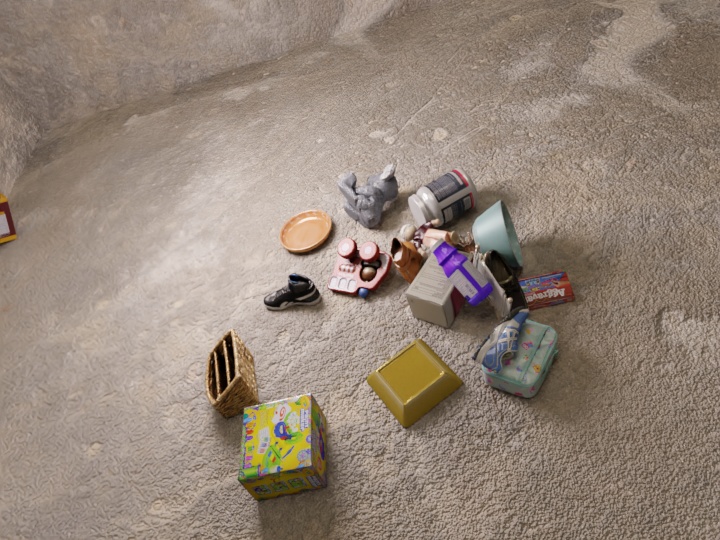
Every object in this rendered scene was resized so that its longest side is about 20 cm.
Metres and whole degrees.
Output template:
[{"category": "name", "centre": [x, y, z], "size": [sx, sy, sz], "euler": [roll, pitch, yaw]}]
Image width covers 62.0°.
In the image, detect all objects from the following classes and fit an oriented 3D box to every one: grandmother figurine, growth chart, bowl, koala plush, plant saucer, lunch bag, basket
[{"category": "grandmother figurine", "centre": [0.198, -0.102, 1.775], "size": [0.198, 0.061, 0.122], "euler": [15, 62, 45]}, {"category": "growth chart", "centre": [0.356, 0.045, 1.635], "size": [0.017, 0.145, 0.202], "euler": [-22, 64, -10]}, {"category": "bowl", "centre": [0.395, -0.094, 1.752], "size": [0.103, 0.202, 0.203], "euler": [-17, 43, 23]}, {"category": "koala plush", "centre": [0.053, -0.265, 2.072], "size": [0.199, 0.179, 0.184], "euler": [-37, 57, -16]}, {"category": "plant saucer", "centre": [0.136, 0.282, 1.593], "size": [0.199, 0.049, 0.200], "euler": [-35, 45, -12]}, {"category": "lunch bag", "centre": [0.410, 0.213, 1.524], "size": [0.158, 0.078, 0.201], "euler": [15, 56, 33]}, {"category": "plant saucer", "centre": [-0.192, -0.135, 2.131], "size": [0.196, 0.038, 0.202], "euler": [-11, 46, 12]}, {"category": "basket", "centre": [-0.388, 0.296, 1.720], "size": [0.141, 0.150, 0.202], "euler": [-21, 45, 1]}]

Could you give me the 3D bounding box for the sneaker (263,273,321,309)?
[{"category": "sneaker", "centre": [-0.232, 0.058, 1.908], "size": [0.196, 0.113, 0.074], "euler": [-8, 44, 15]}]

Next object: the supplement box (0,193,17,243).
[{"category": "supplement box", "centre": [-1.669, -0.225, 2.654], "size": [0.132, 0.203, 0.196], "euler": [23, 34, 37]}]

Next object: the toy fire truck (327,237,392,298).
[{"category": "toy fire truck", "centre": [0.000, 0.000, 1.890], "size": [0.197, 0.112, 0.171], "euler": [10, 76, 30]}]

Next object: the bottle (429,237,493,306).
[{"category": "bottle", "centre": [0.269, 0.000, 1.626], "size": [0.065, 0.084, 0.201], "euler": [-36, 80, -25]}]

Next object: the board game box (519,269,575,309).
[{"category": "board game box", "centre": [0.488, 0.061, 1.681], "size": [0.196, 0.020, 0.104], "euler": [-13, 46, 10]}]

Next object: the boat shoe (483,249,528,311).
[{"category": "boat shoe", "centre": [0.393, 0.035, 1.635], "size": [0.072, 0.065, 0.202], "euler": [-30, 80, 4]}]

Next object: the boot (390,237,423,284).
[{"category": "boot", "centre": [0.134, -0.054, 1.828], "size": [0.073, 0.155, 0.202], "euler": [-32, 42, 14]}]

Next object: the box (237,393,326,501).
[{"category": "box", "centre": [-0.193, 0.445, 1.518], "size": [0.189, 0.123, 0.202], "euler": [-14, 44, 9]}]

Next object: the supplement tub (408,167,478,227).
[{"category": "supplement tub", "centre": [0.270, -0.231, 1.958], "size": [0.198, 0.141, 0.141], "euler": [-29, 44, -7]}]

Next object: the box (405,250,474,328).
[{"category": "box", "centre": [0.238, 0.045, 1.732], "size": [0.126, 0.110, 0.201], "euler": [17, 56, 33]}]

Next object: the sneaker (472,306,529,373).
[{"category": "sneaker", "centre": [0.362, 0.172, 1.490], "size": [0.077, 0.076, 0.200], "euler": [39, 69, 18]}]

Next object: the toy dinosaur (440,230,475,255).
[{"category": "toy dinosaur", "centre": [0.277, -0.082, 1.800], "size": [0.197, 0.136, 0.087], "euler": [21, 81, 5]}]
